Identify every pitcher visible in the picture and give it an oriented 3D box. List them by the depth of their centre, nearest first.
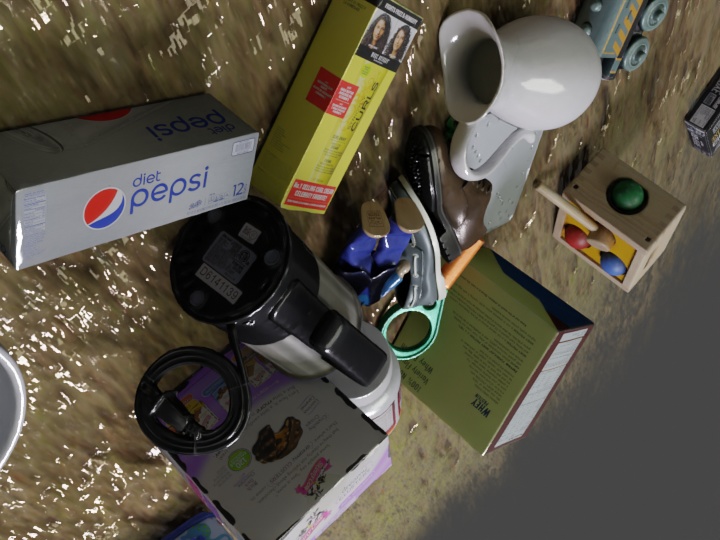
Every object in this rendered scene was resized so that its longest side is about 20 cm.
[{"bbox_3d":[0.170,-0.188,0.915,0.198,0.120,0.174,-11,115,-43],"label":"pitcher"}]

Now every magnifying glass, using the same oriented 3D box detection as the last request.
[{"bbox_3d":[0.094,0.035,1.110,0.079,0.022,0.201,27,108,-24],"label":"magnifying glass"}]

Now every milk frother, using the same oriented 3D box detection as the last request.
[{"bbox_3d":[-0.097,0.070,0.778,0.199,0.181,0.188,-39,150,3],"label":"milk frother"}]

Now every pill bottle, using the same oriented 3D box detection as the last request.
[{"bbox_3d":[-0.005,0.135,1.007,0.110,0.109,0.201,-44,160,-15],"label":"pill bottle"}]

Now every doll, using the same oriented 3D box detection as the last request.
[{"bbox_3d":[0.000,0.000,0.934,0.135,0.049,0.201,-8,149,-23],"label":"doll"}]

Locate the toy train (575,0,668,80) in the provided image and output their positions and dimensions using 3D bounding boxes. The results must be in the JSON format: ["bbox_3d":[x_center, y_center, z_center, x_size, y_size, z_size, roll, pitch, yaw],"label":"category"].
[{"bbox_3d":[0.321,-0.330,1.041,0.113,0.085,0.202,-9,132,-36],"label":"toy train"}]

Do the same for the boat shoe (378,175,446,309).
[{"bbox_3d":[0.055,-0.024,0.990,0.061,0.073,0.201,-24,139,-4],"label":"boat shoe"}]

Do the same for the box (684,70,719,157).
[{"bbox_3d":[0.708,-0.334,1.626,0.201,0.050,0.157,-56,152,6],"label":"box"}]

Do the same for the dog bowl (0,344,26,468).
[{"bbox_3d":[-0.330,0.100,0.555,0.199,0.079,0.202,-37,148,-27],"label":"dog bowl"}]

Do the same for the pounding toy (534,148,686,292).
[{"bbox_3d":[0.375,-0.080,1.310,0.142,0.184,0.201,-45,159,-13],"label":"pounding toy"}]

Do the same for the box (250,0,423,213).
[{"bbox_3d":[-0.024,-0.151,0.754,0.075,0.050,0.202,4,119,-58],"label":"box"}]

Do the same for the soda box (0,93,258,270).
[{"bbox_3d":[-0.171,-0.071,0.608,0.199,0.068,0.064,-23,141,-42],"label":"soda box"}]

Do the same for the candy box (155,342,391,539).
[{"bbox_3d":[-0.094,0.175,0.858,0.167,0.199,0.072,-39,149,-21],"label":"candy box"}]

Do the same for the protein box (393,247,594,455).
[{"bbox_3d":[0.175,0.105,1.175,0.134,0.198,0.202,-1,124,-54],"label":"protein box"}]

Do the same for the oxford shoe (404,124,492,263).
[{"bbox_3d":[0.102,-0.099,0.952,0.084,0.073,0.201,-30,143,-3],"label":"oxford shoe"}]

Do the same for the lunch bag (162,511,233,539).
[{"bbox_3d":[-0.235,0.392,1.014,0.199,0.082,0.162,-32,146,-33],"label":"lunch bag"}]

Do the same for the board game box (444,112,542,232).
[{"bbox_3d":[0.155,-0.124,1.073,0.199,0.026,0.202,-25,141,-40],"label":"board game box"}]
